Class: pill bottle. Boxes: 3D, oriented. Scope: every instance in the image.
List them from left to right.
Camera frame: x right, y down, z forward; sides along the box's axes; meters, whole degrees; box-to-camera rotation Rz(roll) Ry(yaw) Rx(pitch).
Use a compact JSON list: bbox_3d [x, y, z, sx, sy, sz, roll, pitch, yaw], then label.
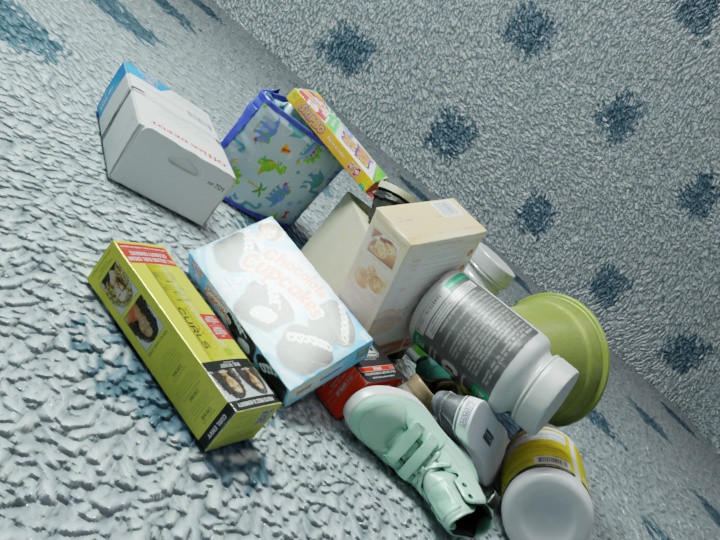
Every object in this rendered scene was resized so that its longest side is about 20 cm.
[{"bbox_3d":[0.153,0.057,1.147,0.110,0.201,0.111,37,15,-12],"label":"pill bottle"},{"bbox_3d":[0.164,0.101,0.888,0.199,0.115,0.112,39,13,25],"label":"pill bottle"},{"bbox_3d":[0.239,0.276,0.933,0.112,0.113,0.200,42,15,3],"label":"pill bottle"}]

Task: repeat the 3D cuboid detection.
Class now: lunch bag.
[{"bbox_3d":[-0.139,-0.177,1.103,0.128,0.170,0.198,53,20,26],"label":"lunch bag"}]

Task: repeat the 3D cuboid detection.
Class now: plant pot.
[{"bbox_3d":[0.230,0.128,1.030,0.182,0.202,0.201,7,35,-48],"label":"plant pot"}]

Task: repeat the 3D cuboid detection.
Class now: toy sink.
[{"bbox_3d":[0.000,0.000,1.054,0.111,0.131,0.201,33,16,-27],"label":"toy sink"}]

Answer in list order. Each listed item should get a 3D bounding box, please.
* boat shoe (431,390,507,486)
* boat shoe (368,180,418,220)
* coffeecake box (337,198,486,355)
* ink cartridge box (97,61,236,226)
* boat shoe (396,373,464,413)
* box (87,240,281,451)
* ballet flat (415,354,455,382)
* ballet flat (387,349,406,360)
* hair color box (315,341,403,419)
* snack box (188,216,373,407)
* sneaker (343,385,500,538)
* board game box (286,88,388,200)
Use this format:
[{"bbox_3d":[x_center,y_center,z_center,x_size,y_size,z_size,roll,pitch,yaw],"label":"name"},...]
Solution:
[{"bbox_3d":[0.134,0.208,0.894,0.066,0.073,0.201,18,-22,33],"label":"boat shoe"},{"bbox_3d":[0.078,-0.070,1.086,0.073,0.065,0.200,23,-2,37],"label":"boat shoe"},{"bbox_3d":[0.055,0.015,0.929,0.151,0.203,0.073,-12,47,-44],"label":"coffeecake box"},{"bbox_3d":[-0.260,-0.170,0.944,0.145,0.086,0.202,29,21,-38],"label":"ink cartridge box"},{"bbox_3d":[0.109,0.179,0.948,0.074,0.070,0.198,49,14,32],"label":"boat shoe"},{"bbox_3d":[-0.158,0.062,0.634,0.201,0.050,0.075,48,17,22],"label":"box"},{"bbox_3d":[0.143,0.176,1.084,0.198,0.066,0.072,23,46,-55],"label":"ballet flat"},{"bbox_3d":[0.042,0.056,1.115,0.067,0.072,0.201,37,15,-29],"label":"ballet flat"},{"bbox_3d":[-0.047,0.077,0.855,0.200,0.062,0.101,48,17,23],"label":"hair color box"},{"bbox_3d":[-0.090,0.038,0.781,0.115,0.038,0.201,-26,62,-32],"label":"snack box"},{"bbox_3d":[0.070,0.205,0.759,0.199,0.074,0.119,39,8,-23],"label":"sneaker"},{"bbox_3d":[-0.027,-0.192,1.085,0.202,0.030,0.095,53,19,1],"label":"board game box"}]
